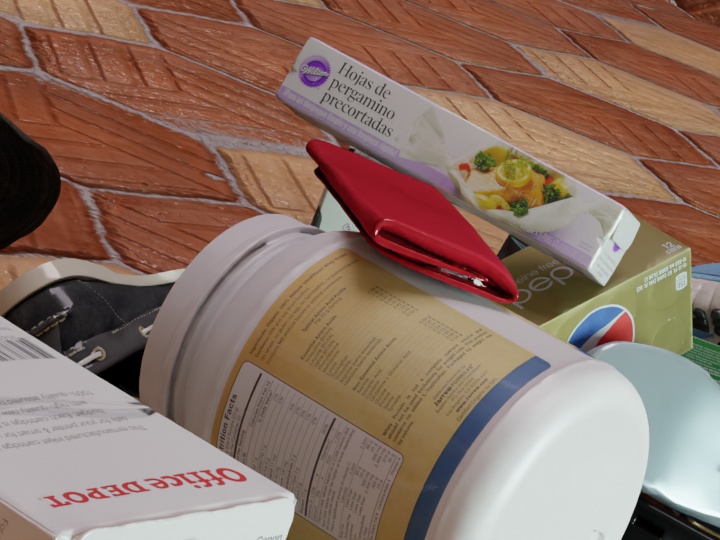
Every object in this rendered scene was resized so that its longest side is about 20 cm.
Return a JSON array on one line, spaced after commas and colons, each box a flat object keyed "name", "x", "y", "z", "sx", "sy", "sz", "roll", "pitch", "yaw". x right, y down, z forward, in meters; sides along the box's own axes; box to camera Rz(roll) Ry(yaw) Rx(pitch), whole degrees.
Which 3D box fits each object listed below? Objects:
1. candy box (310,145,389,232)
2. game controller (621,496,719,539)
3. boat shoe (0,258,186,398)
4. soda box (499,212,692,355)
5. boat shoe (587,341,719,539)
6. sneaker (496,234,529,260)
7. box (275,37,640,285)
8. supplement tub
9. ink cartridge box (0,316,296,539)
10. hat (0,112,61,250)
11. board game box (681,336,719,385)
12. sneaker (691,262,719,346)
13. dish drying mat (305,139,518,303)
[{"name": "candy box", "x": 0.000, "y": 0.000, "z": 1.425, "sx": 0.061, "sy": 0.137, "sz": 0.200, "roll": 21, "pitch": 15, "yaw": 2}, {"name": "game controller", "x": 0.153, "y": 0.155, "z": 1.284, "sx": 0.200, "sy": 0.042, "sz": 0.104, "roll": 27, "pitch": 30, "yaw": 28}, {"name": "boat shoe", "x": -0.107, "y": 0.040, "z": 1.302, "sx": 0.068, "sy": 0.072, "sz": 0.200, "roll": 56, "pitch": 24, "yaw": 20}, {"name": "soda box", "x": 0.077, "y": 0.041, "z": 1.338, "sx": 0.200, "sy": 0.068, "sz": 0.064, "roll": -26, "pitch": 38, "yaw": -26}, {"name": "boat shoe", "x": 0.177, "y": 0.103, "z": 1.367, "sx": 0.200, "sy": 0.071, "sz": 0.091, "roll": 32, "pitch": -14, "yaw": -18}, {"name": "sneaker", "x": 0.165, "y": 0.034, "z": 1.645, "sx": 0.200, "sy": 0.079, "sz": 0.075, "roll": 28, "pitch": 15, "yaw": 21}, {"name": "box", "x": 0.049, "y": -0.057, "z": 1.337, "sx": 0.200, "sy": 0.039, "sz": 0.041, "roll": 30, "pitch": -3, "yaw": 22}, {"name": "supplement tub", "x": 0.013, "y": 0.070, "z": 1.163, "sx": 0.200, "sy": 0.145, "sz": 0.144, "roll": 29, "pitch": 17, "yaw": 32}, {"name": "ink cartridge box", "x": -0.149, "y": 0.086, "z": 1.007, "sx": 0.200, "sy": 0.083, "sz": 0.147, "roll": 28, "pitch": 17, "yaw": 31}, {"name": "hat", "x": -0.246, "y": -0.019, "z": 1.243, "sx": 0.200, "sy": 0.201, "sz": 0.081, "roll": 14, "pitch": 60, "yaw": -24}, {"name": "board game box", "x": 0.212, "y": 0.087, "z": 1.442, "sx": 0.200, "sy": 0.029, "sz": 0.135, "roll": 21, "pitch": -20, "yaw": 23}, {"name": "sneaker", "x": 0.241, "y": 0.023, "z": 1.458, "sx": 0.200, "sy": 0.079, "sz": 0.090, "roll": 12, "pitch": 31, "yaw": 43}, {"name": "dish drying mat", "x": 0.021, "y": -0.025, "z": 1.216, "sx": 0.077, "sy": 0.018, "sz": 0.200, "roll": 21, "pitch": 8, "yaw": -14}]
